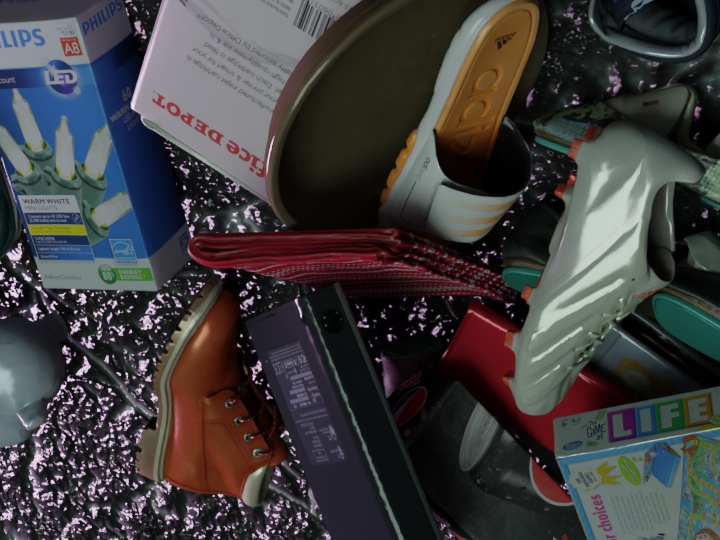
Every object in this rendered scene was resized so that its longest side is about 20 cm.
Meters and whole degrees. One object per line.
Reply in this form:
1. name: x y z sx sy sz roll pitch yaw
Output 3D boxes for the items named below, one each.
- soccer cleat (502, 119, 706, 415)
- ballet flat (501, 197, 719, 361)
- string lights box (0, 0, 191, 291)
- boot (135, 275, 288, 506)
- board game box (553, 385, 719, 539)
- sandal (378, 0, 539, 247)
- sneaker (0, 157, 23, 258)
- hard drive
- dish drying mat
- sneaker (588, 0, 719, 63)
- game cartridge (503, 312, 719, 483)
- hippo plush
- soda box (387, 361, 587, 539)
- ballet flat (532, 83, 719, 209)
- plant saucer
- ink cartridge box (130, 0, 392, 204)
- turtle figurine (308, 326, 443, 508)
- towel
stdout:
1. soccer cleat: 0.138 0.009 1.090 0.077 0.069 0.201 24 122 16
2. ballet flat: 0.181 0.003 1.146 0.199 0.069 0.068 21 164 18
3. string lights box: -0.192 -0.088 1.293 0.102 0.059 0.201 0 119 29
4. boot: -0.094 0.090 1.351 0.107 0.075 0.201 23 136 9
5. board game box: 0.210 0.157 1.182 0.133 0.034 0.201 -12 131 14
6. sandal: 0.068 -0.069 1.108 0.059 0.079 0.208 51 144 28
7. sneaker: -0.292 -0.089 1.332 0.077 0.080 0.201 0 118 28
8. hard drive: -0.008 0.113 1.195 0.201 0.033 0.139 68 160 1
9. dish drying mat: 0.145 0.094 1.215 0.199 0.018 0.077 31 131 5
10. sneaker: 0.133 -0.198 1.022 0.200 0.109 0.070 46 128 -5
11. game cartridge: 0.190 0.107 1.233 0.199 0.042 0.134 36 125 3
12. hippo plush: -0.300 0.052 1.412 0.159 0.160 0.200 7 145 -13
13. soda box: 0.092 0.153 1.249 0.200 0.071 0.063 46 171 -23
14. ballet flat: 0.201 -0.072 1.104 0.199 0.074 0.075 23 127 11
15. plant saucer: 0.024 -0.101 1.103 0.030 0.199 0.201 51 135 29
16. ink cartridge box: -0.040 -0.152 1.155 0.145 0.084 0.201 33 130 10
17. turtle figurine: 0.021 0.143 1.305 0.148 0.101 0.202 -2 109 17
18. towel: 0.000 0.000 1.177 0.143 0.200 0.023 0 82 27
